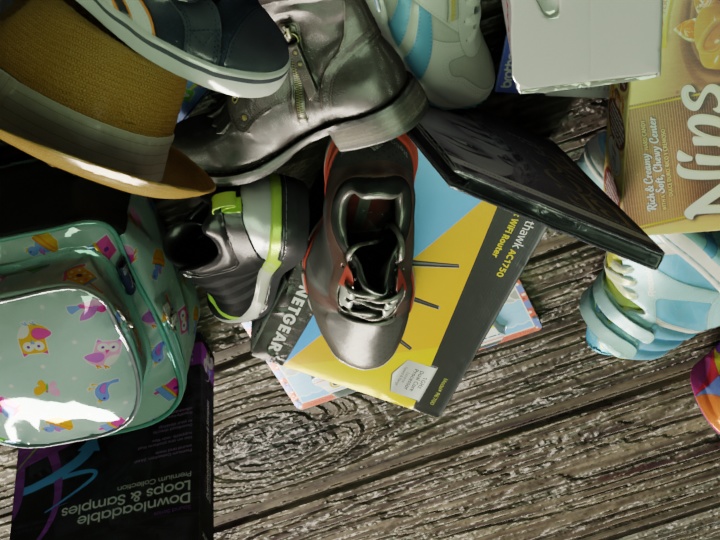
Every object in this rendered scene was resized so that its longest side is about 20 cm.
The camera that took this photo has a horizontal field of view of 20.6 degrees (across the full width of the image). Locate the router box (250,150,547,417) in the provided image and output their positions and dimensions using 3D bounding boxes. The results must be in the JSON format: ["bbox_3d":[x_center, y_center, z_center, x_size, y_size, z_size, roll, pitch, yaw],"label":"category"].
[{"bbox_3d":[0.028,-0.007,1.353,0.148,0.051,0.201,18,122,-14],"label":"router box"}]

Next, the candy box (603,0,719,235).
[{"bbox_3d":[0.214,-0.120,1.219,0.114,0.055,0.201,-4,125,-5],"label":"candy box"}]

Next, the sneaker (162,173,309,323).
[{"bbox_3d":[-0.092,-0.020,1.305,0.082,0.072,0.200,1,160,-15],"label":"sneaker"}]

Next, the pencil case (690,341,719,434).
[{"bbox_3d":[0.329,0.046,1.437,0.088,0.089,0.200,25,128,-26],"label":"pencil case"}]

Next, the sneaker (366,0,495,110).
[{"bbox_3d":[0.045,-0.177,1.195,0.080,0.077,0.201,-13,134,21],"label":"sneaker"}]

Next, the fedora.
[{"bbox_3d":[-0.161,-0.113,1.143,0.199,0.201,0.082,21,102,-23],"label":"fedora"}]

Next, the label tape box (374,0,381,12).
[{"bbox_3d":[0.015,-0.255,1.033,0.066,0.201,0.144,-12,134,4],"label":"label tape box"}]

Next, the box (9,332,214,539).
[{"bbox_3d":[-0.173,0.139,1.394,0.142,0.201,0.036,-15,133,8],"label":"box"}]

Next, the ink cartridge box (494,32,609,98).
[{"bbox_3d":[0.188,-0.164,1.250,0.198,0.042,0.120,0,132,-10],"label":"ink cartridge box"}]

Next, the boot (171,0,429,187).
[{"bbox_3d":[-0.064,-0.148,1.179,0.199,0.069,0.175,-13,123,26],"label":"boot"}]

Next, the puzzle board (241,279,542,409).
[{"bbox_3d":[0.017,0.027,1.433,0.198,0.017,0.151,-19,132,13],"label":"puzzle board"}]

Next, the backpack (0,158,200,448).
[{"bbox_3d":[-0.201,0.031,1.321,0.174,0.154,0.201,-13,139,13],"label":"backpack"}]

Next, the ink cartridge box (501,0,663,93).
[{"bbox_3d":[0.111,-0.217,1.079,0.085,0.201,0.147,-6,135,0],"label":"ink cartridge box"}]

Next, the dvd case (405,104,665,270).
[{"bbox_3d":[0.090,-0.068,1.228,0.148,0.200,0.016,21,107,-23],"label":"dvd case"}]

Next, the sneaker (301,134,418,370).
[{"bbox_3d":[0.000,0.000,1.269,0.076,0.082,0.201,-2,131,-1],"label":"sneaker"}]

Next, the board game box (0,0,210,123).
[{"bbox_3d":[-0.151,-0.187,1.197,0.199,0.037,0.151,28,126,-27],"label":"board game box"}]

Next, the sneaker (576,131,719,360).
[{"bbox_3d":[0.185,-0.004,1.377,0.130,0.080,0.200,-35,126,24],"label":"sneaker"}]

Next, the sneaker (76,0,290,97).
[{"bbox_3d":[-0.117,-0.176,1.096,0.199,0.079,0.080,33,126,-1],"label":"sneaker"}]
